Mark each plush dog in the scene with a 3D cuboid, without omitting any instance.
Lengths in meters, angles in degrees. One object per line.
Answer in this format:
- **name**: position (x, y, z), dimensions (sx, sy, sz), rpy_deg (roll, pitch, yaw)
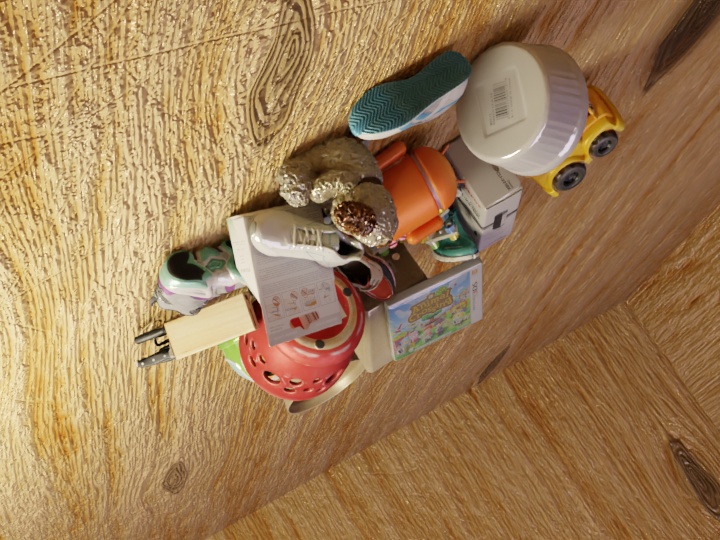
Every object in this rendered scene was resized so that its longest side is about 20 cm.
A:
- **plush dog**: position (-0.004, -0.112, 1.462), dimensions (0.160, 0.173, 0.199), rpy_deg (-39, 160, 17)

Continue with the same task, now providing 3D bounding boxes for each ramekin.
- **ramekin**: position (0.240, -0.251, 1.505), dimensions (0.097, 0.203, 0.201), rpy_deg (1, 143, -46)

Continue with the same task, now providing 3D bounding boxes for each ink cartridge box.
- **ink cartridge box**: position (-0.114, 0.001, 1.532), dimensions (0.159, 0.204, 0.050), rpy_deg (-16, -172, -43)
- **ink cartridge box**: position (0.216, -0.145, 1.793), dimensions (0.083, 0.146, 0.201), rpy_deg (-29, 161, -9)

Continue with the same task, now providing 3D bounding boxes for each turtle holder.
- **turtle holder**: position (-0.193, 0.142, 1.818), dimensions (0.140, 0.133, 0.185), rpy_deg (-32, -177, -33)

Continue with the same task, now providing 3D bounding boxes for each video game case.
- **video game case**: position (0.141, 0.074, 1.842), dimensions (0.197, 0.022, 0.184), rpy_deg (-25, 143, -11)

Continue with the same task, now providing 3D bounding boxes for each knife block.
- **knife block**: position (-0.277, 0.104, 1.609), dimensions (0.173, 0.065, 0.199), rpy_deg (-22, -179, -29)

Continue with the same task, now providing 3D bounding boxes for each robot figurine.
- **robot figurine**: position (0.077, -0.126, 1.629), dimensions (0.198, 0.145, 0.117), rpy_deg (-31, 168, 1)

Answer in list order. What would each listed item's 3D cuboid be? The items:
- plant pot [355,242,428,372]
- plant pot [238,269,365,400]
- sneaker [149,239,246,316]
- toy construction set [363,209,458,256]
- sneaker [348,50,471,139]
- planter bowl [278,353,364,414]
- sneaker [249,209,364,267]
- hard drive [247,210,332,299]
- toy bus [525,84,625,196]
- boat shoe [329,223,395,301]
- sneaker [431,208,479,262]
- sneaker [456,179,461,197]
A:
- **plant pot**: position (0.041, 0.035, 1.899), dimensions (0.198, 0.201, 0.178), rpy_deg (-30, 151, -9)
- **plant pot**: position (-0.095, 0.095, 1.657), dimensions (0.198, 0.202, 0.183), rpy_deg (-23, 163, -27)
- **sneaker**: position (-0.242, 0.021, 1.558), dimensions (0.197, 0.079, 0.140), rpy_deg (-4, 149, -36)
- **toy construction set**: position (0.068, -0.064, 1.776), dimensions (0.197, 0.132, 0.093), rpy_deg (-22, 129, -8)
- **sneaker**: position (0.073, -0.240, 1.434), dimensions (0.197, 0.077, 0.081), rpy_deg (-28, 163, -12)
- **planter bowl**: position (-0.102, 0.194, 2.109), dimensions (0.198, 0.136, 0.201), rpy_deg (-30, 162, -11)
- **sneaker**: position (-0.077, -0.051, 1.488), dimensions (0.198, 0.072, 0.079), rpy_deg (11, 172, -40)
- **hard drive**: position (-0.121, -0.034, 1.680), dimensions (0.138, 0.033, 0.201), rpy_deg (-26, 159, -23)
- **toy bus**: position (0.356, -0.259, 1.807), dimensions (0.190, 0.137, 0.200), rpy_deg (17, 126, -47)
- **boat shoe**: position (0.000, 0.000, 1.681), dimensions (0.070, 0.063, 0.200), rpy_deg (-29, 134, 16)
- **sneaker**: position (0.159, -0.074, 1.828), dimensions (0.076, 0.200, 0.081), rpy_deg (-12, 120, -15)
- **sneaker**: position (0.080, -0.122, 1.714), dimensions (0.198, 0.081, 0.077), rpy_deg (-30, 156, -7)
